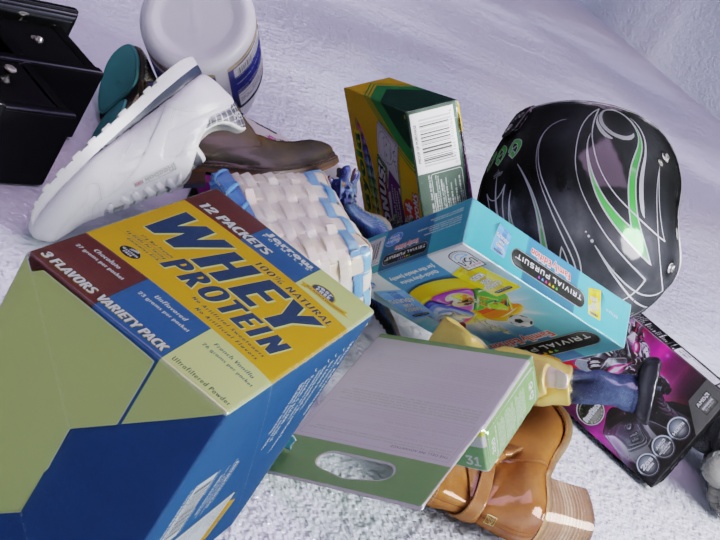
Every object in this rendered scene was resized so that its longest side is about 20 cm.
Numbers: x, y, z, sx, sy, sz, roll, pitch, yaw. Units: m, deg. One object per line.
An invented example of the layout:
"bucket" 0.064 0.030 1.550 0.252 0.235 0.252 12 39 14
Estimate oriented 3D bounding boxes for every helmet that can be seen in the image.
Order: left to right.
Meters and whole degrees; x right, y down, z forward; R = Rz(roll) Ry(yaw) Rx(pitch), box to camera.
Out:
"helmet" 0.207 -0.044 1.171 0.200 0.200 0.191 20 65 -27

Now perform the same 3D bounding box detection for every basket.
"basket" -0.099 0.005 1.013 0.200 0.139 0.176 -9 42 -17

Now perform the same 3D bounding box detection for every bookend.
"bookend" -0.306 -0.161 1.103 0.199 0.092 0.200 1 40 -51

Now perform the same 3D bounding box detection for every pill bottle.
"pill bottle" -0.161 -0.226 1.289 0.116 0.116 0.200 36 -11 6

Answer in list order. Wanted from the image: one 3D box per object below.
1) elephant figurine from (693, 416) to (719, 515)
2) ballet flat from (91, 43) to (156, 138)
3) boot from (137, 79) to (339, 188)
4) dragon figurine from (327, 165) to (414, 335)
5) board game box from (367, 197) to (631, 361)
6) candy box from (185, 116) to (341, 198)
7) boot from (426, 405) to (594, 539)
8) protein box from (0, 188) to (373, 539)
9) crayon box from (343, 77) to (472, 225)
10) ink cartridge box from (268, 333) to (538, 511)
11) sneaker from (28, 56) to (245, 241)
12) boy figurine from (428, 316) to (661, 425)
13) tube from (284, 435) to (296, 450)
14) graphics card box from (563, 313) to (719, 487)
"elephant figurine" 0.402 0.173 1.323 0.155 0.141 0.200 58 2 -14
"ballet flat" -0.229 -0.154 1.240 0.075 0.068 0.200 45 20 -30
"boot" -0.110 -0.127 1.107 0.200 0.097 0.075 -9 7 -31
"dragon figurine" 0.000 0.000 1.141 0.099 0.200 0.059 -5 12 -28
"board game box" 0.114 0.021 1.083 0.200 0.151 0.047 31 60 -29
"candy box" -0.098 -0.077 1.240 0.136 0.061 0.200 28 25 -8
"boot" 0.105 0.154 1.057 0.155 0.077 0.200 19 33 -19
"protein box" -0.127 0.082 0.727 0.135 0.199 0.200 37 23 10
"crayon box" 0.051 -0.079 1.215 0.058 0.200 0.173 -16 20 -17
"ink cartridge box" 0.034 0.125 0.956 0.145 0.048 0.200 7 34 30
"sneaker" -0.186 -0.086 1.015 0.081 0.200 0.076 48 -8 -12
"boy figurine" 0.155 0.087 1.062 0.200 0.065 0.124 12 1 15
"tube" -0.136 0.079 0.881 0.200 0.050 0.077 26 -10 0
"graphics card box" 0.266 0.108 1.259 0.200 0.126 0.051 43 18 20
